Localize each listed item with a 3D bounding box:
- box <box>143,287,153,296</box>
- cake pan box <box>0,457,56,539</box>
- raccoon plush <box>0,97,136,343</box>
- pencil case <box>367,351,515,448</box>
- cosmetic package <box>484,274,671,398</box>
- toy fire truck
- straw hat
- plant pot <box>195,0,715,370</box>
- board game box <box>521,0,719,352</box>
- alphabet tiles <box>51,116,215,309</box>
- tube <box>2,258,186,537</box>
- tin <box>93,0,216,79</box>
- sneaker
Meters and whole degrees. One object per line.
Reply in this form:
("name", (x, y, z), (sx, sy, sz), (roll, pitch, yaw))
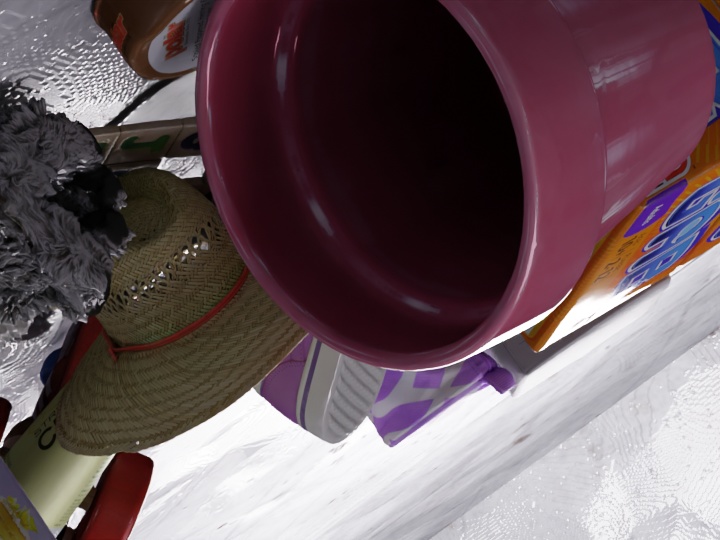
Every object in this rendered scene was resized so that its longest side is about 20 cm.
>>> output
("box", (-0.082, 0.034, 1.898), (0.193, 0.048, 0.200), (-32, 167, -24))
("cake pan box", (-0.223, 0.103, 1.452), (0.052, 0.185, 0.200), (-30, 166, -19))
("raccoon plush", (-0.204, -0.024, 1.348), (0.134, 0.097, 0.200), (-24, 144, 36))
("pencil case", (0.000, 0.000, 1.636), (0.085, 0.200, 0.084), (-33, 180, 24))
("cosmetic package", (0.077, -0.039, 1.662), (0.107, 0.200, 0.090), (-35, 169, -8))
("toy fire truck", (-0.175, 0.097, 1.687), (0.200, 0.112, 0.168), (120, -10, -54))
("straw hat", (-0.099, -0.004, 1.443), (0.201, 0.085, 0.201), (-33, -156, 17))
("plant pot", (0.056, -0.076, 1.307), (0.179, 0.200, 0.200), (-24, 164, -42))
("board game box", (0.138, -0.117, 1.528), (0.199, 0.200, 0.200), (-29, 167, -22))
("alphabet tiles", (-0.136, -0.025, 1.498), (0.166, 0.008, 0.200), (-8, 156, -26))
("tube", (-0.147, 0.082, 1.548), (0.200, 0.058, 0.052), (-51, 151, 14))
("tin", (-0.029, -0.153, 1.340), (0.200, 0.042, 0.112), (-31, 163, -16))
("sneaker", (-0.027, -0.017, 1.550), (0.073, 0.114, 0.201), (-15, 134, -51))
